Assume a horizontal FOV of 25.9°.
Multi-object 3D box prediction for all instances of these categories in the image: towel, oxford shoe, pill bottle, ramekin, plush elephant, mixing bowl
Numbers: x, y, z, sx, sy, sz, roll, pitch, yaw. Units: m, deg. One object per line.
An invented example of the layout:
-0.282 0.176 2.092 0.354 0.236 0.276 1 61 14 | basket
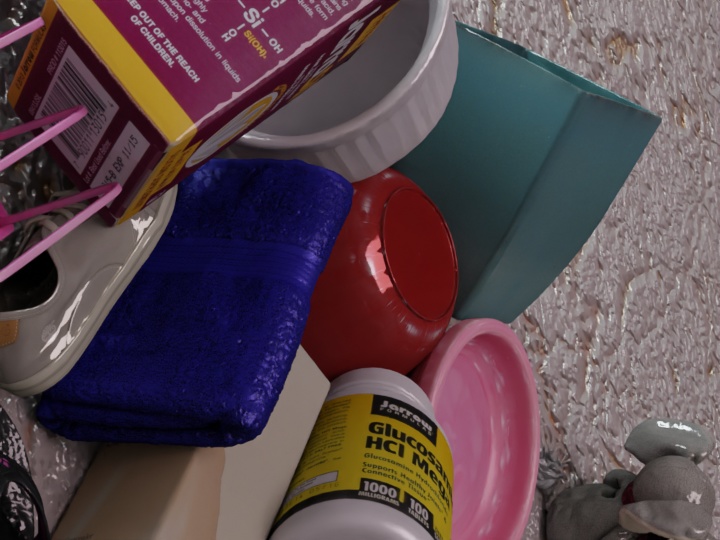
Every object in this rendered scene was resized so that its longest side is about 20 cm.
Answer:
-0.097 0.011 0.917 0.050 0.147 0.200 66 31 -43 | towel
-0.163 -0.019 0.900 0.058 0.075 0.200 56 42 -33 | oxford shoe
0.002 0.145 0.981 0.113 0.112 0.200 61 16 -21 | pill bottle
-0.029 -0.154 1.043 0.098 0.200 0.201 55 31 -65 | ramekin
0.249 0.217 1.349 0.200 0.154 0.165 59 36 -24 | plush elephant
0.000 0.000 1.107 0.200 0.108 0.201 29 54 -49 | mixing bowl

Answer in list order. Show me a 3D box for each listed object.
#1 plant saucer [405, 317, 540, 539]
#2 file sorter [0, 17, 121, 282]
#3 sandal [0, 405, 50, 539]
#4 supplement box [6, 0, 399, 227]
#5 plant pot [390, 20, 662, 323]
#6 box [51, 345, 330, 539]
0.075 0.136 1.187 0.200 0.051 0.202 -4 94 -60 | plant saucer
-0.228 -0.088 0.771 0.139 0.125 0.201 -45 115 -50 | file sorter
-0.187 0.153 0.814 0.075 0.048 0.201 3 76 -56 | sandal
-0.082 -0.133 0.875 0.200 0.131 0.103 -40 89 -28 | supplement box
0.108 -0.066 1.213 0.141 0.141 0.201 5 113 -56 | plant pot
-0.100 0.120 0.920 0.078 0.095 0.200 54 36 -28 | box
